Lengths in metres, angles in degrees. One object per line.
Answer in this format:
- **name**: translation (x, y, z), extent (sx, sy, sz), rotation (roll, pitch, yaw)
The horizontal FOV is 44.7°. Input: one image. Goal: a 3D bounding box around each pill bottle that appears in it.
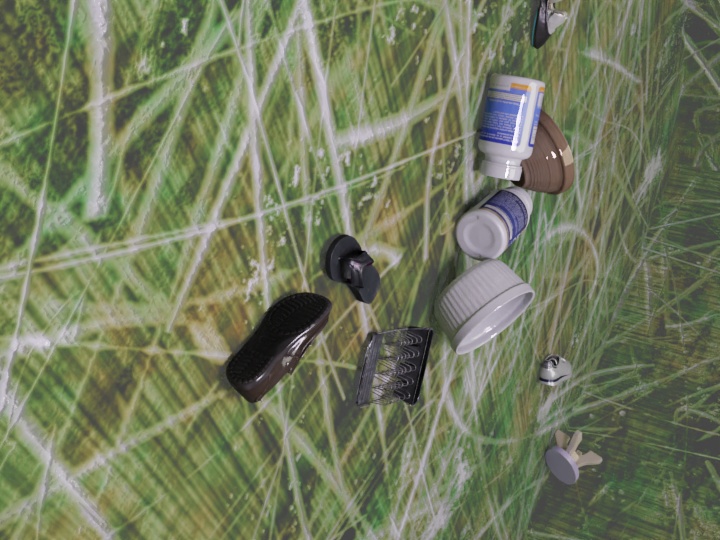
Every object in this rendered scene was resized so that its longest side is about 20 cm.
- **pill bottle**: translation (0.298, -0.287, 1.761), extent (0.112, 0.112, 0.201), rotation (-11, 114, -61)
- **pill bottle**: translation (0.288, -0.106, 1.833), extent (0.200, 0.111, 0.112), rotation (-38, 136, -50)

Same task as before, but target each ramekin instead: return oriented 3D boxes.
- **ramekin**: translation (0.241, 0.066, 1.761), extent (0.200, 0.105, 0.200), rotation (-32, 160, -13)

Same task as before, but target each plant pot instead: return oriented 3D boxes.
- **plant pot**: translation (0.360, -0.241, 1.868), extent (0.092, 0.201, 0.201), rotation (-29, 137, -12)

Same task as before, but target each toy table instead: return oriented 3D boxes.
- **toy table**: translation (0.723, 0.639, 3.016), extent (0.117, 0.184, 0.200), rotation (-42, 154, -22)

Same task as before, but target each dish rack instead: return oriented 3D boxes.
- **dish rack**: translation (0.060, 0.178, 1.602), extent (0.200, 0.054, 0.154), rotation (1, 102, -63)

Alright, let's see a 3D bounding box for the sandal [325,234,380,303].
- **sandal**: translation (0.001, -0.001, 1.399), extent (0.200, 0.048, 0.076), rotation (42, 66, -62)

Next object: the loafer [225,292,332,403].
- **loafer**: translation (-0.112, 0.106, 1.223), extent (0.200, 0.073, 0.072), rotation (-44, 146, -34)

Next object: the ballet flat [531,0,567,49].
- **ballet flat**: translation (0.407, -0.570, 1.875), extent (0.068, 0.068, 0.201), rotation (-44, 141, -47)

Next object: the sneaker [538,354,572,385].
- **sneaker**: translation (0.611, 0.297, 2.724), extent (0.200, 0.076, 0.081), rotation (-18, 110, -61)
